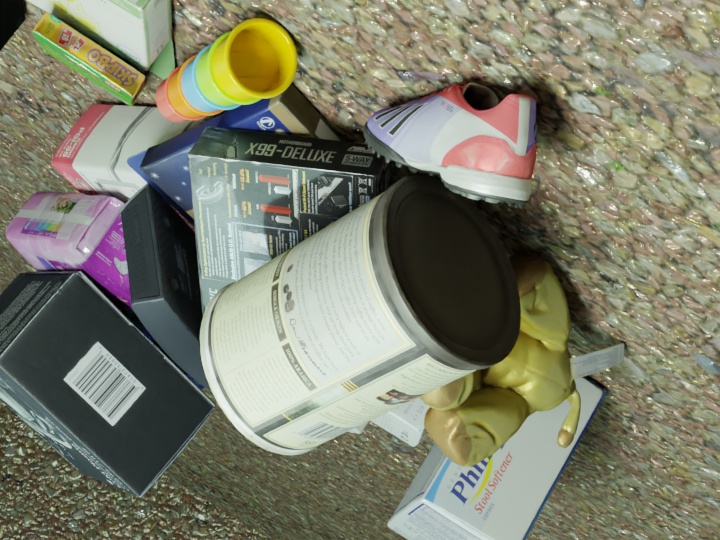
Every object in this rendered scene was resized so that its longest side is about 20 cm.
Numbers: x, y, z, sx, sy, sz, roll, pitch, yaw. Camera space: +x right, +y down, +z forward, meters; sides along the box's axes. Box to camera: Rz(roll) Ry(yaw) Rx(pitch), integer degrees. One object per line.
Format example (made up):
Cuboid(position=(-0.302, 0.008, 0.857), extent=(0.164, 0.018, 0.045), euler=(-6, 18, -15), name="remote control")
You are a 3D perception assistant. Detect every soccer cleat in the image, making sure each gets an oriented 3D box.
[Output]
Cuboid(position=(0.064, -0.099, 1.045), extent=(0.068, 0.074, 0.200), euler=(9, -169, -26), name="soccer cleat")

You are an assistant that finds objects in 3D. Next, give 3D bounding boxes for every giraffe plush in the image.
Cuboid(position=(0.097, 0.057, 1.271), extent=(0.199, 0.174, 0.162), euler=(4, -167, -35), name="giraffe plush")

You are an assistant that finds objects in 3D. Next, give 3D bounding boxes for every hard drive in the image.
Cuboid(position=(-0.154, 0.026, 1.339), extent=(0.042, 0.136, 0.200), euler=(-19, 147, 10), name="hard drive")

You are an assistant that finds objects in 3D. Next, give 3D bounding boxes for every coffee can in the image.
Cuboid(position=(-0.002, 0.037, 1.114), extent=(0.199, 0.147, 0.146), euler=(-29, 121, 37), name="coffee can")

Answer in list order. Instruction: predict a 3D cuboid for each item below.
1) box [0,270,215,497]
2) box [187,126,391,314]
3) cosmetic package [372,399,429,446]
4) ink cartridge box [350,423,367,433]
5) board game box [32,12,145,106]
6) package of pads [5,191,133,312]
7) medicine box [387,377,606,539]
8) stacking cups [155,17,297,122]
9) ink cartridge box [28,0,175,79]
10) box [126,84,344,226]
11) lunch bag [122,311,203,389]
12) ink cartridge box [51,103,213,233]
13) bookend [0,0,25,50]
Cuboid(position=(-0.281, 0.108, 1.503), extent=(0.200, 0.124, 0.196), euler=(47, 162, -19), name="box")
Cuboid(position=(-0.054, -0.013, 1.230), extent=(0.156, 0.050, 0.201), euler=(7, 125, 13), name="box")
Cuboid(position=(-0.001, 0.081, 1.526), extent=(0.199, 0.102, 0.074), euler=(30, 161, 6), name="cosmetic package")
Cuboid(position=(-0.072, 0.133, 1.821), extent=(0.117, 0.068, 0.199), euler=(42, 159, -25), name="ink cartridge box")
Cuboid(position=(-0.230, -0.178, 1.283), extent=(0.095, 0.030, 0.200), euler=(33, -179, -10), name="board game box")
Cuboid(position=(-0.263, -0.018, 1.492), extent=(0.120, 0.076, 0.199), euler=(42, 161, -29), name="package of pads")
Cuboid(position=(0.126, 0.182, 1.431), extent=(0.103, 0.183, 0.200), euler=(32, 162, 1), name="medicine box")
Cuboid(position=(-0.115, -0.157, 1.198), extent=(0.060, 0.061, 0.200), euler=(40, 164, -20), name="stacking cups")
Cuboid(position=(-0.224, -0.216, 1.239), extent=(0.145, 0.048, 0.200), euler=(31, 159, 6), name="ink cartridge box")
Cuboid(position=(-0.099, -0.078, 1.273), extent=(0.199, 0.033, 0.121), euler=(-19, 129, 37), name="box")
Cuboid(position=(-0.169, 0.026, 1.552), extent=(0.127, 0.171, 0.200), euler=(41, 161, -14), name="lunch bag")
Cuboid(position=(-0.184, -0.083, 1.444), extent=(0.199, 0.083, 0.147), euler=(11, 150, 50), name="ink cartridge box")
Cuboid(position=(-0.404, -0.283, 1.298), extent=(0.199, 0.092, 0.199), euler=(34, 162, 3), name="bookend")
